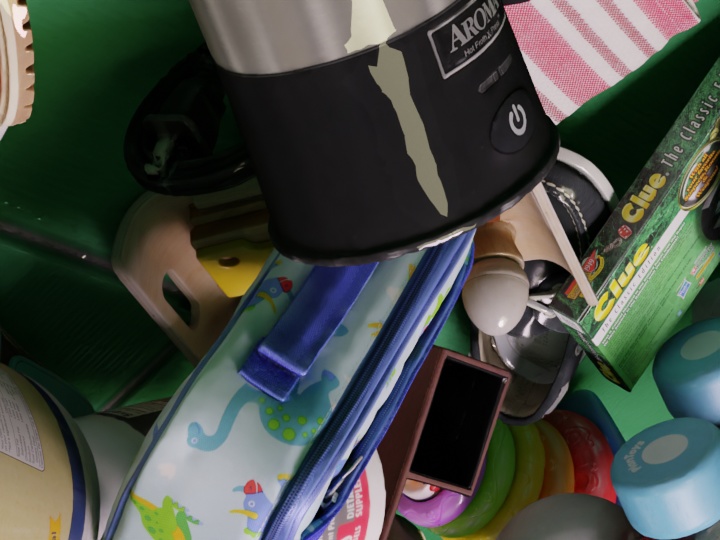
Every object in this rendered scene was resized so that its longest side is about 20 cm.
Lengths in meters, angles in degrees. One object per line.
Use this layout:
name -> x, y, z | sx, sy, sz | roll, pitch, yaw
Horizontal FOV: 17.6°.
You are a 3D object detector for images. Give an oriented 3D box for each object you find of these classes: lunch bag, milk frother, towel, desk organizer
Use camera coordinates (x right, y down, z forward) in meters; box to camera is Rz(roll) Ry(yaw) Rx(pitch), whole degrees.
lunch bag -> -0.029, 0.051, 0.951 | 0.200, 0.082, 0.161 | -59, 177, -42
milk frother -> -0.040, -0.117, 0.884 | 0.199, 0.181, 0.189 | -11, 115, 21
towel -> 0.054, -0.100, 1.074 | 0.200, 0.030, 0.146 | -35, 148, 11
desk organizer -> 0.002, 0.130, 1.201 | 0.072, 0.077, 0.201 | 22, 86, -52

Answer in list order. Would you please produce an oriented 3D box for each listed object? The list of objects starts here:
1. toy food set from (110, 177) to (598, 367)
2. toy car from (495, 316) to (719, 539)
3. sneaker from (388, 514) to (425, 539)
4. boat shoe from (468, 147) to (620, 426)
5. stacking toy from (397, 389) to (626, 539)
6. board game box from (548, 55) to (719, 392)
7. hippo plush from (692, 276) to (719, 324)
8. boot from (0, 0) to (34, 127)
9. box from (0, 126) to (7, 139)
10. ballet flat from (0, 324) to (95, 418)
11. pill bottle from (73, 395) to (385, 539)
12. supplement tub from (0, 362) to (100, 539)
toy food set -> 0.000, 0.000, 1.086 | 0.199, 0.061, 0.144 | -14, 150, 13
toy car -> 0.141, 0.151, 1.245 | 0.199, 0.177, 0.185 | -12, 118, 30
sneaker -> 0.026, 0.197, 1.276 | 0.090, 0.200, 0.067 | 30, 114, -34
boat shoe -> 0.092, 0.012, 1.199 | 0.200, 0.075, 0.060 | 81, 33, -54
stacking toy -> 0.058, 0.113, 1.317 | 0.200, 0.110, 0.116 | 24, 120, -40
board game box -> 0.172, -0.040, 1.182 | 0.200, 0.023, 0.105 | -54, 152, -7
hippo plush -> 0.248, 0.044, 1.360 | 0.200, 0.159, 0.161 | -42, 119, -1
boot -> -0.177, -0.120, 0.811 | 0.107, 0.075, 0.200 | -22, 135, -8
box -> -0.235, -0.012, 0.922 | 0.116, 0.060, 0.200 | 0, 137, -40
ballet flat -> -0.183, 0.048, 1.050 | 0.071, 0.071, 0.200 | -31, 147, 1
pill bottle -> -0.090, 0.115, 1.065 | 0.200, 0.111, 0.111 | -11, 145, -48
supplement tub -> -0.206, 0.078, 0.877 | 0.144, 0.145, 0.200 | -37, 147, 10
